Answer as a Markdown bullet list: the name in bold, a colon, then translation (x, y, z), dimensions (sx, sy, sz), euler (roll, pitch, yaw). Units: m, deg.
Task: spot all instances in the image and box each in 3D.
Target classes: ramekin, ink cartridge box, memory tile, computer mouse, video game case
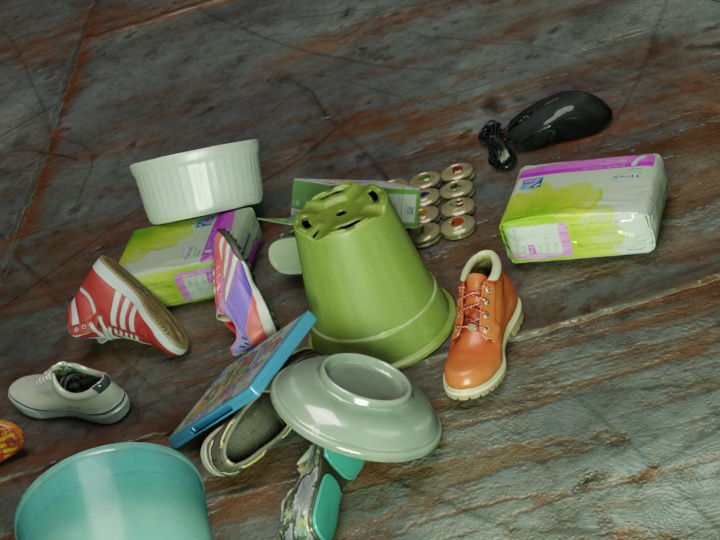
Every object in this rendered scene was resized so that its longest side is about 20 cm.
- **ramekin**: translation (-0.244, -0.134, 2.058), dimensions (0.200, 0.098, 0.200), euler (-11, 5, 1)
- **ink cartridge box**: translation (-0.029, -0.093, 1.838), dimensions (0.200, 0.059, 0.104), euler (0, 8, -31)
- **memory tile**: translation (0.091, -0.092, 1.945), dimensions (0.153, 0.017, 0.200), euler (-13, 32, 12)
- **computer mouse**: translation (0.275, -0.224, 2.013), dimensions (0.200, 0.053, 0.139), euler (-18, 30, 3)
- **video game case**: translation (-0.144, 0.133, 1.626), dimensions (0.200, 0.018, 0.143), euler (-34, 13, 46)

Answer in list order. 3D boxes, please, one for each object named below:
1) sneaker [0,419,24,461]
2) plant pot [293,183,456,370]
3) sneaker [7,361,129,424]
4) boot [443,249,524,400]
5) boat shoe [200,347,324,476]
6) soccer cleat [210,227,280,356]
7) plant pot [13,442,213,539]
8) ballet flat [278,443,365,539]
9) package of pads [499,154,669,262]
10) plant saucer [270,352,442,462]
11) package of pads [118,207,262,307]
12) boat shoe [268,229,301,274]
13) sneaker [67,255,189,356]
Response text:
- **sneaker**: translation (-0.528, 0.217, 1.758), dimensions (0.200, 0.073, 0.077), euler (-7, 23, 15)
- **plant pot**: translation (0.000, 0.000, 1.685), dimensions (0.200, 0.190, 0.200), euler (-15, 32, 9)
- **sneaker**: translation (-0.391, 0.151, 1.781), dimensions (0.200, 0.071, 0.073), euler (1, 37, 30)
- **boot**: translation (0.135, 0.063, 1.594), dimensions (0.075, 0.107, 0.200), euler (-3, 36, 23)
- **boat shoe**: translation (-0.103, 0.163, 1.587), dimensions (0.200, 0.072, 0.060), euler (-44, 11, -28)
- **soccer cleat**: translation (-0.172, 0.027, 1.807), dimensions (0.073, 0.068, 0.200), euler (-25, 58, -5)
- **plant pot**: translation (-0.231, 0.307, 1.345), dimensions (0.200, 0.200, 0.188), euler (-23, 45, -5)
- **ballet flat**: translation (-0.046, 0.227, 1.478), dimensions (0.072, 0.072, 0.200), euler (-6, 32, 22)
- **package of pads**: translation (0.291, -0.081, 1.751), dimensions (0.200, 0.068, 0.155), euler (-5, 34, 24)
- **plant saucer**: translation (0.001, 0.139, 1.507), dimensions (0.200, 0.050, 0.200), euler (14, 23, -6)
- **package of pads**: translation (-0.254, -0.013, 1.966), dimensions (0.200, 0.068, 0.155), euler (-11, 31, 15)
- **boat shoe**: translation (-0.024, -0.031, 1.860), dimensions (0.202, 0.072, 0.060), euler (0, 22, 16)
- **sneaker**: translation (-0.326, 0.080, 1.860), dimensions (0.200, 0.071, 0.112), euler (42, 97, 30)
